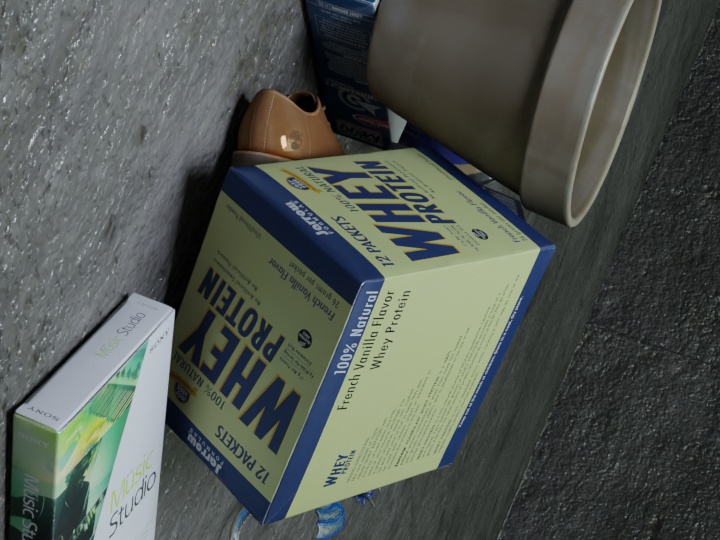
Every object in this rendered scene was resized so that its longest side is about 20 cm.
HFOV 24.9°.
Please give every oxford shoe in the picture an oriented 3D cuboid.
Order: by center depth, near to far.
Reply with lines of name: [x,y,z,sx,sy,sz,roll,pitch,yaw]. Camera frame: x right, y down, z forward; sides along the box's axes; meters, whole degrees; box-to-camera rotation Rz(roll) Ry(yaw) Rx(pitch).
oxford shoe: [-0.036,-0.091,1.180,0.200,0.071,0.072,16,83,-77]

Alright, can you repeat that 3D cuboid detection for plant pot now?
plant pot: [0.105,-0.152,1.164,0.200,0.173,0.201,19,90,-75]

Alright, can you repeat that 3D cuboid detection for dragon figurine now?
dragon figurine: [-0.041,0.199,1.453,0.200,0.099,0.059,-36,142,-66]

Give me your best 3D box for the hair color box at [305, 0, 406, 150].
hair color box: [0.010,-0.187,1.238,0.200,0.060,0.100,79,33,-62]

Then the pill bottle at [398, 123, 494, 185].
pill bottle: [0.085,-0.182,1.393,0.112,0.111,0.201,-52,147,-52]

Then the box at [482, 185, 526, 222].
box: [0.069,0.032,1.488,0.182,0.104,0.201,-85,-162,-70]

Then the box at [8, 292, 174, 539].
box: [-0.169,0.133,1.022,0.144,0.036,0.201,-52,155,-53]

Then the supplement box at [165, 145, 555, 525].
supplement box: [-0.008,0.038,1.116,0.199,0.134,0.201,-11,132,-46]

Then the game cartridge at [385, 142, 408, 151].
game cartridge: [0.000,0.000,1.326,0.200,0.038,0.130,100,11,-56]
